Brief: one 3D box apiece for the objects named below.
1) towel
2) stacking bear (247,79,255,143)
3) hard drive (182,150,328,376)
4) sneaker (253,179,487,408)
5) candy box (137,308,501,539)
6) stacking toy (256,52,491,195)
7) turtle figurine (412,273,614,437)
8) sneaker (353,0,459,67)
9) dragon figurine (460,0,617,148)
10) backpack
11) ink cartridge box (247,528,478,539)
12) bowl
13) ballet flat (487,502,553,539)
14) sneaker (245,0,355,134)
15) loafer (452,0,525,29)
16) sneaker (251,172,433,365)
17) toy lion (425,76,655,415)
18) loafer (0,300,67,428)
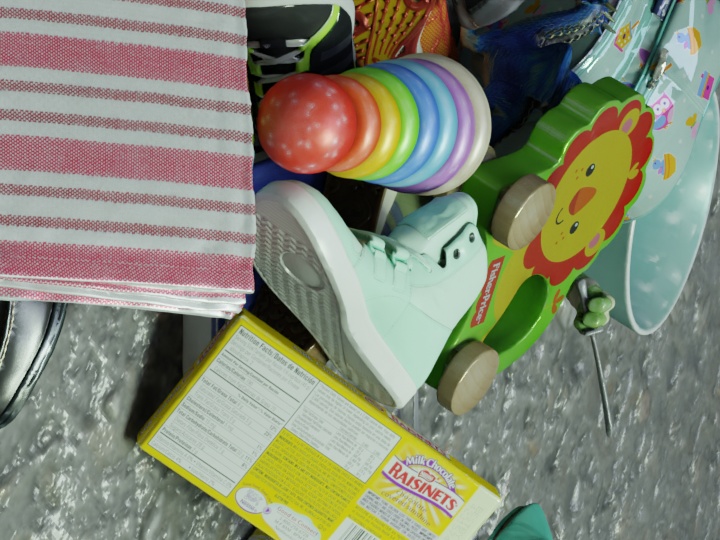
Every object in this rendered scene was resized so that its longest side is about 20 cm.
[{"bbox_3d":[-0.126,-0.077,1.184,0.146,0.030,0.200,5,73,-26],"label":"towel"},{"bbox_3d":[-0.110,-0.098,1.270,0.114,0.121,0.200,6,86,-58],"label":"stacking bear"},{"bbox_3d":[-0.045,-0.014,1.492,0.200,0.025,0.132,-25,121,-56],"label":"hard drive"},{"bbox_3d":[0.008,-0.019,1.357,0.118,0.074,0.200,-54,144,-17],"label":"sneaker"},{"bbox_3d":[-0.024,0.117,1.408,0.102,0.200,0.026,-51,-164,8],"label":"candy box"},{"bbox_3d":[0.004,-0.082,1.335,0.200,0.085,0.086,-9,108,-67],"label":"stacking toy"},{"bbox_3d":[0.094,0.032,1.638,0.194,0.144,0.200,51,52,-53],"label":"turtle figurine"},{"bbox_3d":[0.026,-0.160,1.548,0.077,0.073,0.200,-81,165,-48],"label":"sneaker"},{"bbox_3d":[0.111,-0.116,1.530,0.059,0.099,0.200,67,31,-55],"label":"dragon figurine"},{"bbox_3d":[0.158,-0.137,1.669,0.153,0.176,0.200,24,78,-43],"label":"backpack"},{"bbox_3d":[-0.018,0.241,1.524,0.200,0.125,0.129,-50,140,-42],"label":"ink cartridge box"},{"bbox_3d":[0.193,-0.059,1.812,0.201,0.105,0.201,-44,141,-52],"label":"bowl"},{"bbox_3d":[0.095,0.218,1.517,0.200,0.070,0.067,-41,133,-51],"label":"ballet flat"},{"bbox_3d":[-0.034,-0.114,1.379,0.200,0.072,0.083,50,40,-74],"label":"sneaker"},{"bbox_3d":[0.056,-0.244,1.502,0.072,0.063,0.200,12,49,-47],"label":"loafer"},{"bbox_3d":[0.000,0.000,1.478,0.090,0.067,0.200,56,48,-46],"label":"sneaker"},{"bbox_3d":[0.114,-0.025,1.515,0.192,0.069,0.200,-21,136,-48],"label":"toy lion"},{"bbox_3d":[-0.189,-0.020,1.199,0.072,0.073,0.200,16,78,-43],"label":"loafer"}]
